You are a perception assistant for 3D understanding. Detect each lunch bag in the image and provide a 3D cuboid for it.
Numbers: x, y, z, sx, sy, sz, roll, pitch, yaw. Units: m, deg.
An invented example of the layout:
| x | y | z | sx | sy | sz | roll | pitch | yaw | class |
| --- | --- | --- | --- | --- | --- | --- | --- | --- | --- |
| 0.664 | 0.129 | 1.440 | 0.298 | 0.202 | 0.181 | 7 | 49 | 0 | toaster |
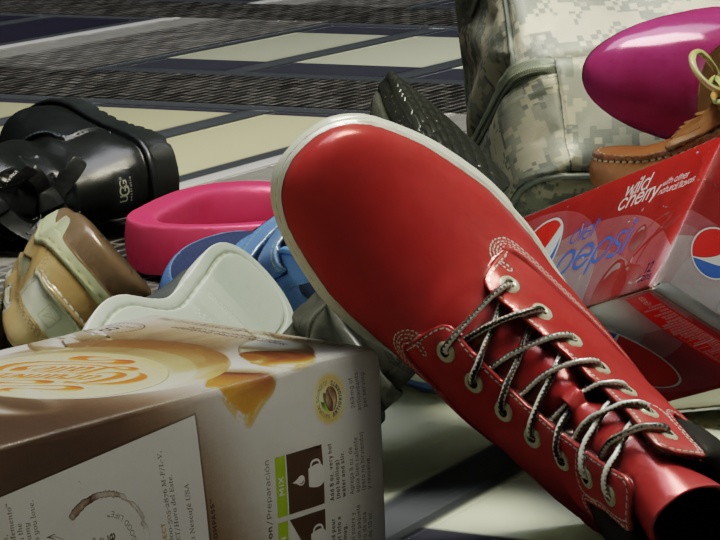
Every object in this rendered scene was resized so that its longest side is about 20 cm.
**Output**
| x | y | z | sx | sy | sz | roll | pitch | yaw | class |
| --- | --- | --- | --- | --- | --- | --- | --- | --- | --- |
| 0.148 | -0.097 | 1.416 | 0.199 | 0.168 | 0.139 | -3 | -21 | -12 | lunch bag |

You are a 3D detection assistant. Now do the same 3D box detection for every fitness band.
| x | y | z | sx | sy | sz | roll | pitch | yaw | class |
| --- | --- | --- | --- | --- | --- | --- | --- | --- | --- |
| -0.055 | -0.025 | 1.612 | 0.143 | 0.038 | 0.200 | -1 | 9 | 16 | fitness band |

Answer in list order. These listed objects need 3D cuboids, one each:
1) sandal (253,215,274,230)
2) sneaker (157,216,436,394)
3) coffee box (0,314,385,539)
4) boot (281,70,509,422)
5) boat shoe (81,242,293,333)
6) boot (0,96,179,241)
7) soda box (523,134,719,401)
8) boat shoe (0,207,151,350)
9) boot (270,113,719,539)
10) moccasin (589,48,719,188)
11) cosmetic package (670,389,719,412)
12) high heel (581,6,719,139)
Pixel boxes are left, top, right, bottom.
| x | y | z | sx | sy | sz | roll | pitch | yaw | class |
| --- | --- | --- | --- | --- | --- | --- | --- | --- | --- |
| -0.017 | -0.012 | 1.439 | 0.081 | 0.055 | 0.200 | -24 | 16 | 25 | sandal |
| -0.018 | -0.001 | 1.287 | 0.199 | 0.082 | 0.074 | 4 | 47 | 37 | sneaker |
| -0.097 | 0.074 | 0.942 | 0.114 | 0.080 | 0.200 | 6 | 13 | 39 | coffee box |
| 0.000 | 0.000 | 1.152 | 0.068 | 0.131 | 0.200 | 40 | 13 | -20 | boot |
| -0.083 | 0.045 | 1.161 | 0.060 | 0.076 | 0.200 | -43 | -5 | 21 | boat shoe |
| -0.222 | -0.055 | 1.703 | 0.162 | 0.074 | 0.198 | -12 | 15 | -33 | boot |
| 0.104 | 0.010 | 1.088 | 0.063 | 0.070 | 0.200 | 33 | -20 | -15 | soda box |
| -0.144 | 0.016 | 1.304 | 0.076 | 0.072 | 0.200 | -43 | -2 | -5 | boat shoe |
| 0.057 | 0.029 | 0.947 | 0.072 | 0.200 | 0.144 | -46 | 17 | 0 | boot |
| 0.183 | -0.065 | 1.223 | 0.073 | 0.078 | 0.201 | -14 | 2 | -41 | moccasin |
| 0.197 | 0.008 | 1.254 | 0.105 | 0.071 | 0.200 | -7 | 6 | 36 | cosmetic package |
| 0.206 | -0.081 | 1.286 | 0.199 | 0.068 | 0.096 | -1 | 14 | -16 | high heel |
